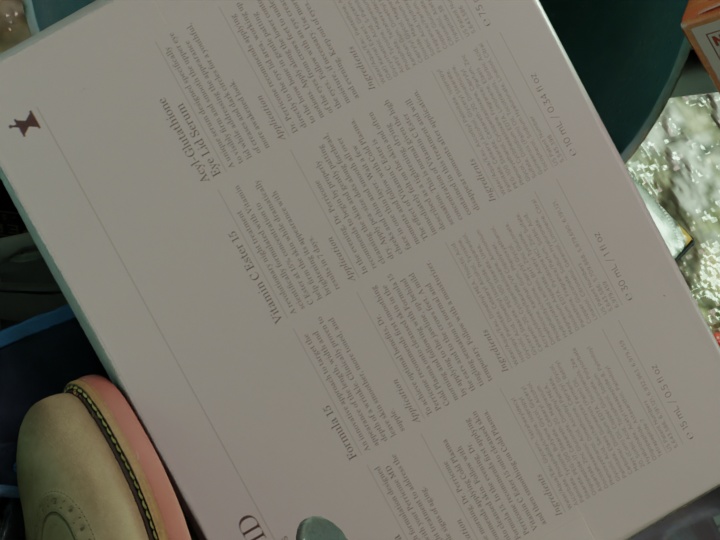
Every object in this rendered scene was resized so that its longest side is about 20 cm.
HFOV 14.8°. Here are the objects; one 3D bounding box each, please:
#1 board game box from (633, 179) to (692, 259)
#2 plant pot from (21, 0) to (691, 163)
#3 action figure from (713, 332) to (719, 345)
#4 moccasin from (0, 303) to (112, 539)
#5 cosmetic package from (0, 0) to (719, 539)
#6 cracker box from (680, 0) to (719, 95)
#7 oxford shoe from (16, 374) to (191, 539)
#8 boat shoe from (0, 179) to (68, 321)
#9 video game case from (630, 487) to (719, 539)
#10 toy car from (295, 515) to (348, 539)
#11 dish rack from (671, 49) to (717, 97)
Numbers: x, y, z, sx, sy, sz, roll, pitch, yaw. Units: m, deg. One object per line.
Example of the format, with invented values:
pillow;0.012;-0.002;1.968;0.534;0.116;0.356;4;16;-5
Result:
board game box;0.012;-0.044;0.979;0.200;0.035;0.135;47;43;0
plant pot;-0.006;-0.101;0.855;0.199;0.135;0.201;-1;94;-7
action figure;0.165;0.066;0.986;0.065;0.099;0.200;25;44;-22
moccasin;-0.121;0.069;0.785;0.200;0.080;0.068;-30;85;-32
cosmetic package;0.000;0.000;0.768;0.151;0.052;0.200;-29;97;-9
cracker box;0.177;-0.044;0.845;0.200;0.058;0.134;57;37;-28
oxford shoe;-0.075;0.118;0.705;0.075;0.071;0.200;-4;60;-15
boat shoe;-0.149;-0.024;0.826;0.200;0.066;0.072;8;55;-33
video game case;0.052;0.057;0.882;0.200;0.023;0.182;-11;67;-42
toy car;0.067;0.133;0.704;0.200;0.158;0.164;35;16;-26
dish rack;0.076;-0.136;0.942;0.044;0.200;0.172;-43;106;-17
